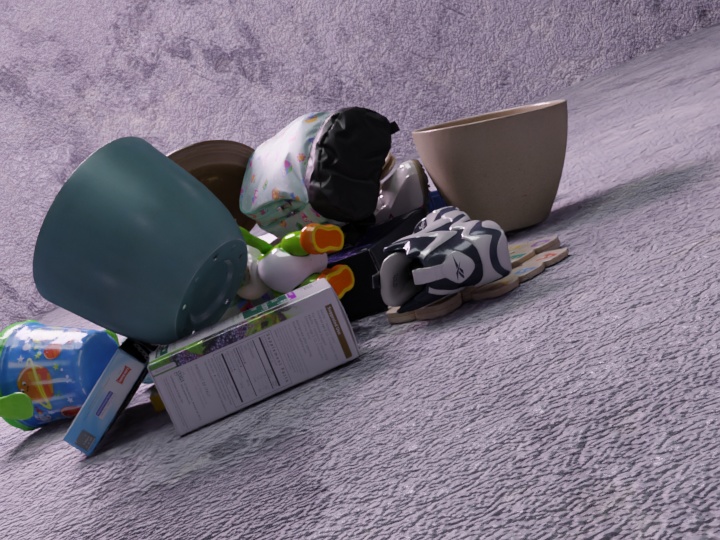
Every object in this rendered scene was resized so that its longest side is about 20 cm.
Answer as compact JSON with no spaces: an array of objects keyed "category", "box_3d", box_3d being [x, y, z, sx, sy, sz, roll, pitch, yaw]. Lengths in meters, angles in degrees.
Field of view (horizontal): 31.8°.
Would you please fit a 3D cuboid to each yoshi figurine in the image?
[{"category":"yoshi figurine","box_3d":[-0.113,0.002,1.420,0.199,0.112,0.113,-7,55,39]}]

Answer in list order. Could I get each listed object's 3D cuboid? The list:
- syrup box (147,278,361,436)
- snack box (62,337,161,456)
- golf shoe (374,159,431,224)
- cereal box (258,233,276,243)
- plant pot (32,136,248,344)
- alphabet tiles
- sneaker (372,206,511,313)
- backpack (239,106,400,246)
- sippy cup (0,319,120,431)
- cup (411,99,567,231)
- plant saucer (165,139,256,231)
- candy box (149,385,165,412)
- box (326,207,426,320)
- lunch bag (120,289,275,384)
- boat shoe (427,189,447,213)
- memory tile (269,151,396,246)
[{"category":"syrup box","box_3d":[-0.107,0.084,1.268,0.199,0.082,0.079,-24,9,-4]},{"category":"snack box","box_3d":[-0.263,0.121,1.397,0.117,0.037,0.200,-58,4,9]},{"category":"golf shoe","box_3d":[0.028,-0.067,1.657,0.092,0.073,0.200,-6,-35,-29]},{"category":"cereal box","box_3d":[-0.131,0.011,1.719,0.199,0.040,0.145,-15,43,41]},{"category":"plant pot","box_3d":[-0.217,-0.016,1.331,0.160,0.202,0.200,29,31,18]},{"category":"alphabet tiles","box_3d":[0.124,0.008,1.376,0.199,0.015,0.195,-27,10,-34]},{"category":"sneaker","box_3d":[0.060,-0.010,1.323,0.129,0.080,0.199,-16,17,-18]},{"category":"backpack","box_3d":[-0.058,-0.111,1.547,0.200,0.126,0.168,-21,43,54]},{"category":"sippy cup","box_3d":[-0.368,0.126,1.565,0.129,0.140,0.179,-6,53,26]},{"category":"cup","box_3d":[0.177,-0.127,1.604,0.199,0.144,0.200,-12,8,2]},{"category":"plant saucer","box_3d":[-0.204,-0.083,1.634,0.199,0.201,0.030,-20,52,-16]},{"category":"candy box","box_3d":[-0.138,0.098,1.428,0.199,0.027,0.102,-22,17,4]},{"category":"box","box_3d":[0.000,0.000,1.548,0.140,0.079,0.200,-16,10,25]},{"category":"lunch bag","box_3d":[-0.182,0.070,1.575,0.199,0.078,0.160,-18,8,27]},{"category":"boat shoe","box_3d":[0.144,-0.084,1.760,0.199,0.073,0.072,-13,2,-6]},{"category":"memory tile","box_3d":[-0.044,-0.080,1.655,0.199,0.017,0.154,-20,36,43]}]
